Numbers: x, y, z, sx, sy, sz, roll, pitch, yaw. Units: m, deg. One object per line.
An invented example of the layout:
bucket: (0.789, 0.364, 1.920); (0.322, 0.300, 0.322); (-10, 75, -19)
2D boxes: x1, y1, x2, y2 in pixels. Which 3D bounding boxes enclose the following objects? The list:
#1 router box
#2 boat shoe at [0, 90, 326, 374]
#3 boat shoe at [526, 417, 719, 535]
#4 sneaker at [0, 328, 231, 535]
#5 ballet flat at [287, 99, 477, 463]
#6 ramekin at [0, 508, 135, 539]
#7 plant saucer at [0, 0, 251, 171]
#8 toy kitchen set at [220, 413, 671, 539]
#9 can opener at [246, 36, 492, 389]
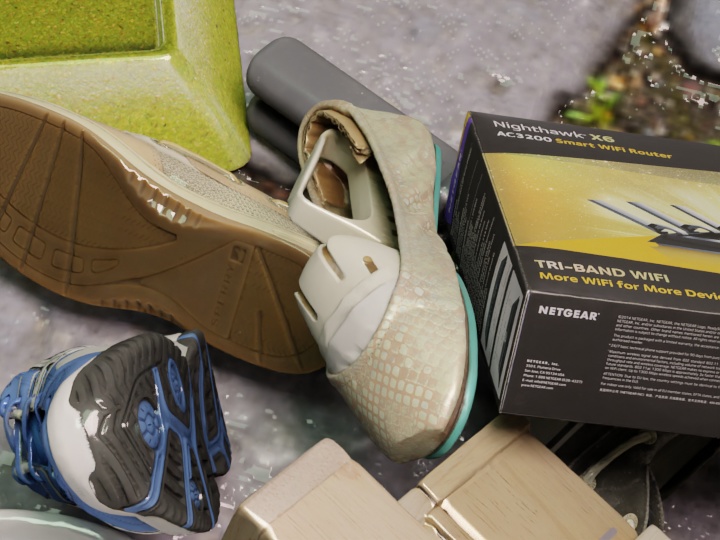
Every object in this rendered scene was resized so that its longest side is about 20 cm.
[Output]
router box: (0.140, 0.005, 0.885); (0.199, 0.052, 0.157); (7, 26, -10)
boat shoe: (-0.084, -0.020, 0.982); (0.200, 0.072, 0.065); (24, 19, 13)
boat shoe: (0.087, 0.086, 0.911); (0.064, 0.071, 0.200); (36, 60, 21)
sneaker: (-0.094, 0.064, 0.862); (0.077, 0.200, 0.076); (-13, 87, 2)
ballet flat: (0.000, 0.000, 0.889); (0.062, 0.068, 0.200); (24, 27, -18)
ramekin: (-0.127, 0.191, 0.814); (0.202, 0.094, 0.203); (1, 56, -2)
plant saucer: (-0.156, -0.131, 1.058); (0.199, 0.048, 0.200); (-4, 56, -6)
toy kitchen set: (0.061, 0.122, 0.730); (0.163, 0.181, 0.200); (43, 51, 14)
can opener: (0.020, -0.020, 0.990); (0.200, 0.053, 0.067); (36, 61, 21)
